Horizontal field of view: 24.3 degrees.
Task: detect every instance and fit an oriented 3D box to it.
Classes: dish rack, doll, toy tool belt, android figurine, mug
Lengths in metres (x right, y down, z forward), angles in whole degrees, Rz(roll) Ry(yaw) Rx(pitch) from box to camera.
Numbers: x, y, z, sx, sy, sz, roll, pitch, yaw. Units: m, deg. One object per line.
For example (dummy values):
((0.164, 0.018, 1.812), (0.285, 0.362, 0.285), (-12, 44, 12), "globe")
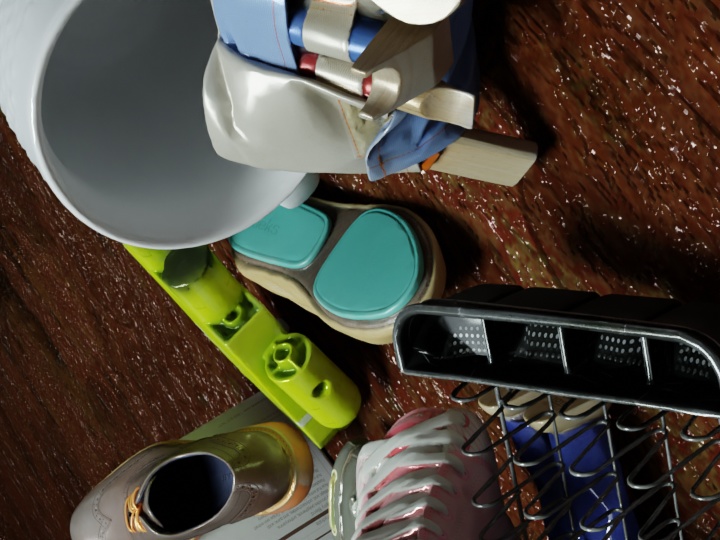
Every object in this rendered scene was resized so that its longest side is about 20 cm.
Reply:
((0.102, 0.100, 0.656), (0.152, 0.054, 0.202), (6, 117, 44), "dish rack")
((0.118, 0.142, 0.756), (0.136, 0.048, 0.202), (15, 131, 63), "doll")
((0.009, -0.111, 0.618), (0.122, 0.126, 0.201), (16, 145, 17), "toy tool belt")
((-0.067, 0.033, 0.983), (0.182, 0.041, 0.200), (39, 172, 44), "android figurine")
((-0.094, -0.100, 0.825), (0.200, 0.148, 0.175), (39, -176, -36), "mug")

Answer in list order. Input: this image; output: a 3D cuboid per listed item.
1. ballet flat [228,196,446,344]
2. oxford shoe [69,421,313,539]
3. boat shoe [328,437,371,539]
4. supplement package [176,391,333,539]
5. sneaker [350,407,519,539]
((0.000, 0.000, 0.848), (0.063, 0.069, 0.200), (39, 174, -30), "ballet flat")
((-0.123, 0.139, 1.035), (0.199, 0.073, 0.072), (-26, 77, 36), "oxford shoe")
((0.024, 0.191, 1.010), (0.060, 0.072, 0.204), (34, 141, 51), "boat shoe")
((-0.055, 0.206, 1.135), (0.201, 0.119, 0.122), (52, 156, 21), "supplement package")
((0.019, 0.115, 0.738), (0.200, 0.075, 0.106), (12, -119, -69), "sneaker")
